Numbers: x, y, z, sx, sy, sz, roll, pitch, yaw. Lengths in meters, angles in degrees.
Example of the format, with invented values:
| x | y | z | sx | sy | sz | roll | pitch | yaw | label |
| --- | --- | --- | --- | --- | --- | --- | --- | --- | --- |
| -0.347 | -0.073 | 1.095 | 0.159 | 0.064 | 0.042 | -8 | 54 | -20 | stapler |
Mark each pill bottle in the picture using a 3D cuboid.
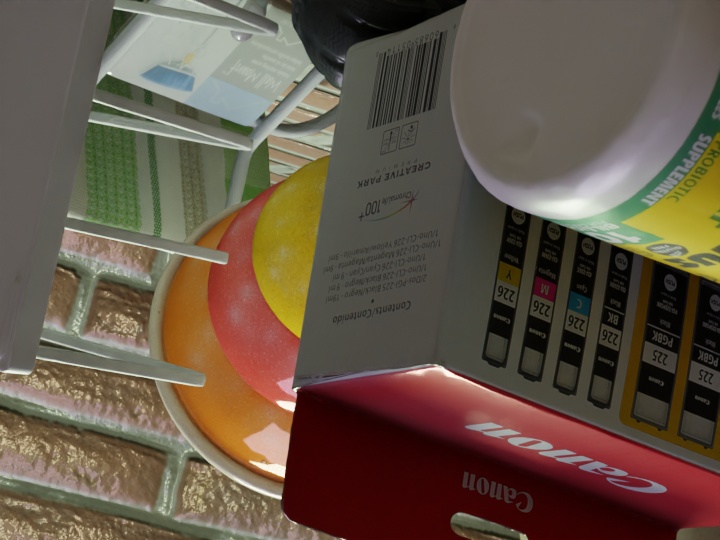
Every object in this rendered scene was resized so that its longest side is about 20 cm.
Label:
| x | y | z | sx | sy | sz | roll | pitch | yaw | label |
| --- | --- | --- | --- | --- | --- | --- | --- | --- | --- |
| 0.137 | -0.048 | 0.714 | 0.199 | 0.113 | 0.113 | 18 | 175 | -36 | pill bottle |

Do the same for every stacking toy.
| x | y | z | sx | sy | sz | roll | pitch | yaw | label |
| --- | --- | --- | --- | --- | --- | --- | --- | --- | --- |
| 0.000 | 0.000 | 0.892 | 0.145 | 0.147 | 0.200 | 16 | 152 | -10 | stacking toy |

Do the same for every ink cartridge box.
| x | y | z | sx | sy | sz | roll | pitch | yaw | label |
| --- | --- | --- | --- | --- | --- | --- | --- | --- | --- |
| 0.081 | 0.026 | 0.782 | 0.199 | 0.177 | 0.084 | 21 | 159 | -34 | ink cartridge box |

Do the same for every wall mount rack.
| x | y | z | sx | sy | sz | roll | pitch | yaw | label |
| --- | --- | --- | --- | --- | --- | --- | --- | --- | --- |
| -0.069 | -0.062 | 0.991 | 0.200 | 0.174 | 0.075 | 19 | -148 | -50 | wall mount rack |

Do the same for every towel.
| x | y | z | sx | sy | sz | roll | pitch | yaw | label |
| --- | --- | --- | --- | --- | --- | --- | --- | --- | --- |
| -0.115 | -0.080 | 1.047 | 0.031 | 0.150 | 0.200 | -17 | 157 | 33 | towel |

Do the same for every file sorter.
| x | y | z | sx | sy | sz | roll | pitch | yaw | label |
| --- | --- | --- | --- | --- | --- | --- | --- | --- | --- |
| -0.117 | -0.067 | 0.835 | 0.138 | 0.201 | 0.124 | 12 | 180 | 37 | file sorter |

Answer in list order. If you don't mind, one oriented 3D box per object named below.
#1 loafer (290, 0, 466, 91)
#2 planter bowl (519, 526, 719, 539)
| x | y | z | sx | sy | sz | roll | pitch | yaw | label |
| --- | --- | --- | --- | --- | --- | --- | --- | --- | --- |
| 0.057 | -0.091 | 0.863 | 0.200 | 0.068 | 0.071 | 10 | -144 | -38 | loafer |
| 0.144 | 0.096 | 0.941 | 0.135 | 0.201 | 0.200 | 41 | 170 | -14 | planter bowl |
